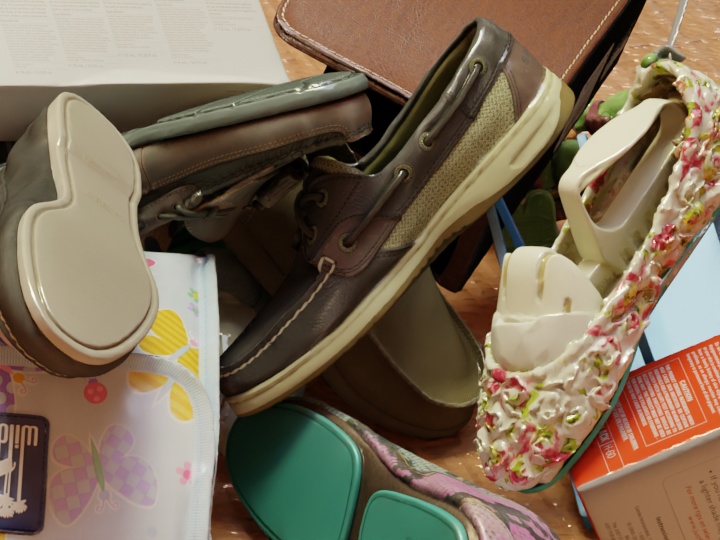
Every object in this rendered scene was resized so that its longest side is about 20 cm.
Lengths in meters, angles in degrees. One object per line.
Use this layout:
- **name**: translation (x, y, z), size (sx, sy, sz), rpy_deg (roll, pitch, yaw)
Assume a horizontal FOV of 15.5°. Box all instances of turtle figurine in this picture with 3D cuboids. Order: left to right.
- **turtle figurine**: translation (0.101, -0.094, 1.416), size (0.144, 0.200, 0.194), rpy_deg (27, 24, -28)

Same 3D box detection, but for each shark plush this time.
- **shark plush**: translation (-0.031, 0.030, 1.265), size (0.083, 0.091, 0.200), rpy_deg (37, 27, 12)

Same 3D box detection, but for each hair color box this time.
- **hair color box**: translation (0.189, 0.070, 1.082), size (0.199, 0.102, 0.061), rpy_deg (-22, 33, 4)

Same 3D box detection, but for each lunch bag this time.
- **lunch bag**: translation (-0.140, 0.073, 1.041), size (0.169, 0.128, 0.200), rpy_deg (7, 34, -5)

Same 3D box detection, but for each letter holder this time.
- **letter holder**: translation (0.043, -0.114, 1.298), size (0.142, 0.101, 0.200), rpy_deg (30, 49, 7)

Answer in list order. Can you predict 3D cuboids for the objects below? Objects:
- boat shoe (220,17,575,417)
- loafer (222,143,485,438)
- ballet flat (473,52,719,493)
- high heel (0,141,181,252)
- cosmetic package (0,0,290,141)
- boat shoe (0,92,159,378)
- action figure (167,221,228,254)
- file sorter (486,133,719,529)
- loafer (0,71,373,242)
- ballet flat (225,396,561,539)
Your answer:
- **boat shoe**: translation (0.002, -0.025, 1.131), size (0.066, 0.201, 0.072), rpy_deg (46, -3, -13)
- **loafer**: translation (0.000, 0.000, 1.210), size (0.067, 0.200, 0.076), rpy_deg (-24, 33, 35)
- **ballet flat**: translation (0.093, -0.005, 1.079), size (0.075, 0.064, 0.200), rpy_deg (5, 56, 48)
- **high heel**: translation (-0.092, -0.013, 1.258), size (0.200, 0.143, 0.071), rpy_deg (-14, 1, -41)
- **cosmetic package**: translation (-0.136, -0.103, 1.181), size (0.199, 0.051, 0.083), rpy_deg (-3, 63, -35)
- **boat shoe**: translation (-0.119, -0.002, 1.016), size (0.067, 0.057, 0.200), rpy_deg (40, 18, -20)
- **action figure**: translation (-0.085, -0.044, 1.335), size (0.199, 0.055, 0.118), rpy_deg (-20, 50, -13)
- **file sorter**: translation (0.166, 0.000, 1.168), size (0.199, 0.123, 0.139), rpy_deg (-18, 53, 8)
- **loafer**: translation (-0.077, -0.035, 1.129), size (0.199, 0.063, 0.072), rpy_deg (-13, 6, 28)
- **ballet flat**: translation (0.018, 0.103, 1.091), size (0.071, 0.069, 0.200), rpy_deg (12, 5, -34)
